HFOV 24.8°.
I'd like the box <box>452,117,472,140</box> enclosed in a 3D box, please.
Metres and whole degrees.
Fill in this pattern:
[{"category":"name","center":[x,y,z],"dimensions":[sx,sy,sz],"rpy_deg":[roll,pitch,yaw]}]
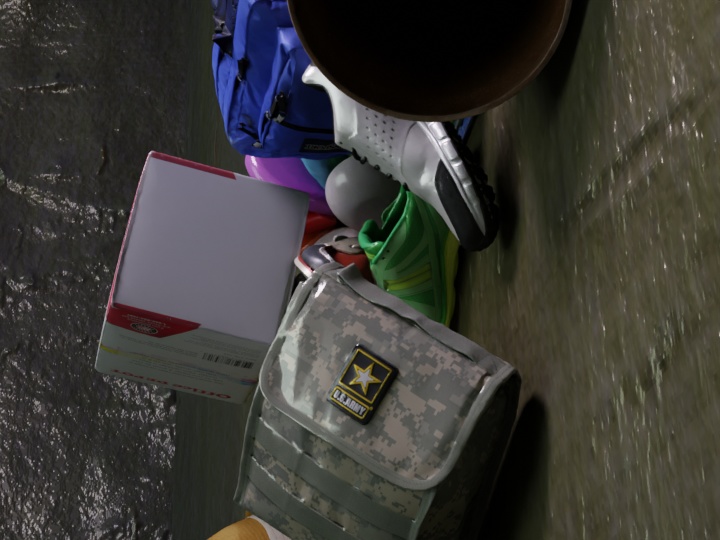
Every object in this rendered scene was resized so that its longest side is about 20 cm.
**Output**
[{"category":"box","center":[0.060,-0.194,1.358],"dimensions":[0.122,0.047,0.201],"rpy_deg":[109,162,-52]}]

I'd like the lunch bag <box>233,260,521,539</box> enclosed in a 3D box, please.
[{"category":"lunch bag","center":[0.012,0.110,1.142],"dimensions":[0.117,0.164,0.201],"rpy_deg":[-30,-38,-47]}]

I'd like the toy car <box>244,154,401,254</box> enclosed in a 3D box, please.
[{"category":"toy car","center":[-0.036,-0.083,1.520],"dimensions":[0.175,0.149,0.200],"rpy_deg":[-97,16,-45]}]

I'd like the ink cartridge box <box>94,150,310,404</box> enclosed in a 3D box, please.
[{"category":"ink cartridge box","center":[-0.142,0.013,1.428],"dimensions":[0.200,0.145,0.145],"rpy_deg":[125,157,-67]}]

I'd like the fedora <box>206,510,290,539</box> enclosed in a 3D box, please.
[{"category":"fedora","center":[-0.092,0.268,1.370],"dimensions":[0.200,0.081,0.202],"rpy_deg":[170,90,-68]}]

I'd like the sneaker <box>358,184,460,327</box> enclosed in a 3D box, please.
[{"category":"sneaker","center":[0.036,-0.008,1.306],"dimensions":[0.074,0.083,0.201],"rpy_deg":[-116,32,-67]}]

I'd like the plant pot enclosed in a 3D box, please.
[{"category":"plant pot","center":[0.053,-0.227,1.145],"dimensions":[0.200,0.186,0.188],"rpy_deg":[-77,-2,-63]}]

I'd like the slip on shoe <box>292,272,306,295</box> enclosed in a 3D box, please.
[{"category":"slip on shoe","center":[-0.049,0.043,1.471],"dimensions":[0.061,0.076,0.200],"rpy_deg":[-42,6,-7]}]

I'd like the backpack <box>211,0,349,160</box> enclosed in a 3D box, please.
[{"category":"backpack","center":[-0.045,-0.171,1.344],"dimensions":[0.200,0.162,0.168],"rpy_deg":[113,155,-55]}]

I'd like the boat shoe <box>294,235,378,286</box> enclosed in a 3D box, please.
[{"category":"boat shoe","center":[0.000,0.000,1.372],"dimensions":[0.071,0.063,0.200],"rpy_deg":[52,-171,11]}]

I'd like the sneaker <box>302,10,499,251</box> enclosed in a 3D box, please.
[{"category":"sneaker","center":[0.031,-0.093,1.207],"dimensions":[0.200,0.080,0.074],"rpy_deg":[58,-171,15]}]
